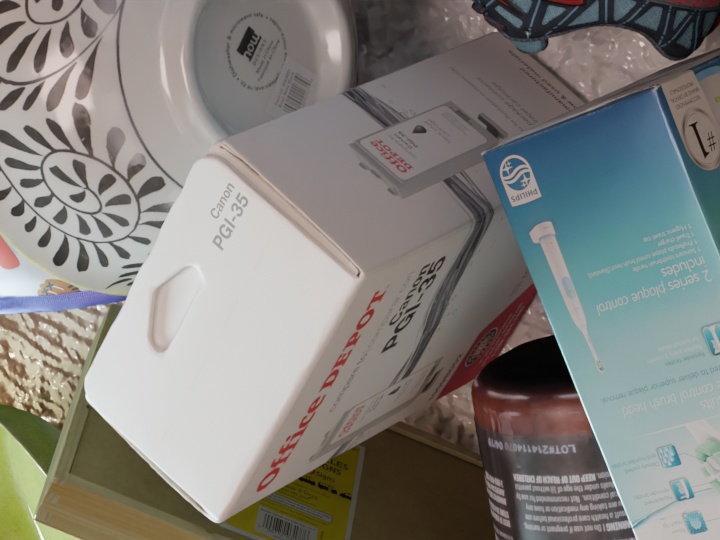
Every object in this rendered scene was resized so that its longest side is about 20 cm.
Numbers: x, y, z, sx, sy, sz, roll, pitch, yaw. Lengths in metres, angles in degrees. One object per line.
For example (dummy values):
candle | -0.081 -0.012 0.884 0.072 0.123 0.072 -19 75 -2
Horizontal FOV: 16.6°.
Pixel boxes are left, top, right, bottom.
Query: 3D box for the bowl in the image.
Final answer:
bowl | -0.066 -0.087 1.015 0.094 0.201 0.201 5 109 50

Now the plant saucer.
plant saucer | -0.140 0.147 1.233 0.200 0.031 0.200 45 153 31

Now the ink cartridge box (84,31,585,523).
ink cartridge box | 0.000 0.000 1.007 0.083 0.200 0.147 42 127 17

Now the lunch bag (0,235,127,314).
lunch bag | -0.145 -0.069 1.145 0.200 0.124 0.170 -2 104 46

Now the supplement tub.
supplement tub | 0.113 0.129 1.030 0.107 0.107 0.200 -1 106 37

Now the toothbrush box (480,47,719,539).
toothbrush box | 0.150 0.018 0.936 0.085 0.146 0.200 -18 94 40

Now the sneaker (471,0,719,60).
sneaker | 0.051 -0.125 0.977 0.200 0.079 0.096 12 133 15

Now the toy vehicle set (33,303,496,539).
toy vehicle set | -0.032 0.096 1.060 0.200 0.124 0.027 23 124 -7
